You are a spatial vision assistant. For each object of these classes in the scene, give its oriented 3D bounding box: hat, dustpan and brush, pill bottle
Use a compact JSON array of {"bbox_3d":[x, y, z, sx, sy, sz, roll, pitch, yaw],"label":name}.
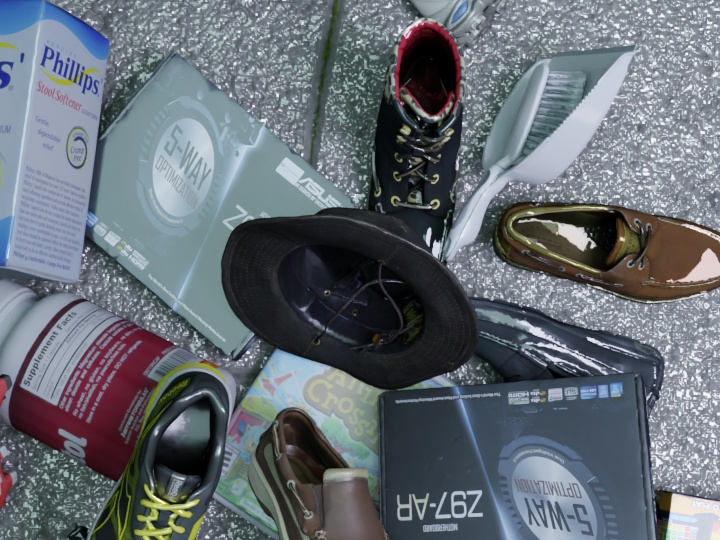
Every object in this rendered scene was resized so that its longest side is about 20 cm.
[{"bbox_3d":[0.000,0.000,0.993,0.200,0.201,0.081,20,53,2],"label":"hat"},{"bbox_3d":[0.124,-0.092,1.025,0.057,0.140,0.201,23,88,-21],"label":"dustpan and brush"},{"bbox_3d":[-0.205,0.087,1.007,0.199,0.113,0.113,26,84,11],"label":"pill bottle"}]

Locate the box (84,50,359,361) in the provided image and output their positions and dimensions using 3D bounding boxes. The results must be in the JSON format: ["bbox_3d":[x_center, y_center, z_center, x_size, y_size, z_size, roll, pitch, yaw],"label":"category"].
[{"bbox_3d":[-0.125,-0.051,1.063,0.200,0.044,0.160,41,86,4],"label":"box"}]

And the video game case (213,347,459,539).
[{"bbox_3d":[-0.004,0.146,1.052,0.200,0.022,0.182,33,84,4],"label":"video game case"}]

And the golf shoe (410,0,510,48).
[{"bbox_3d":[0.113,-0.284,1.079,0.097,0.078,0.200,41,84,10],"label":"golf shoe"}]

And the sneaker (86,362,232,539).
[{"bbox_3d":[-0.139,0.158,0.889,0.074,0.085,0.201,16,83,-9],"label":"sneaker"}]

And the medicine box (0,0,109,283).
[{"bbox_3d":[-0.306,-0.099,1.014,0.181,0.103,0.201,4,84,18],"label":"medicine box"}]

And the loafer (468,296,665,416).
[{"bbox_3d":[0.140,0.071,1.038,0.200,0.068,0.071,17,76,-2],"label":"loafer"}]

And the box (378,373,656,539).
[{"bbox_3d":[0.115,0.165,0.974,0.199,0.044,0.161,-5,73,15],"label":"box"}]

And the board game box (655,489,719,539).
[{"bbox_3d":[0.320,0.269,1.023,0.199,0.057,0.166,9,82,1],"label":"board game box"}]

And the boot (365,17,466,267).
[{"bbox_3d":[0.042,-0.083,1.012,0.073,0.154,0.205,3,84,0],"label":"boot"}]

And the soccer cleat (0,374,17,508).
[{"bbox_3d":[-0.303,0.136,0.970,0.069,0.200,0.085,40,52,17],"label":"soccer cleat"}]

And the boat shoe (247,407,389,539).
[{"bbox_3d":[-0.021,0.173,0.945,0.074,0.202,0.075,1,121,-38],"label":"boat shoe"}]

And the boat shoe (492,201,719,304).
[{"bbox_3d":[0.205,-0.015,1.049,0.199,0.068,0.072,4,83,0],"label":"boat shoe"}]

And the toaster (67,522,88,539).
[{"bbox_3d":[-0.171,0.280,0.982,0.113,0.129,0.201,-27,85,-4],"label":"toaster"}]
